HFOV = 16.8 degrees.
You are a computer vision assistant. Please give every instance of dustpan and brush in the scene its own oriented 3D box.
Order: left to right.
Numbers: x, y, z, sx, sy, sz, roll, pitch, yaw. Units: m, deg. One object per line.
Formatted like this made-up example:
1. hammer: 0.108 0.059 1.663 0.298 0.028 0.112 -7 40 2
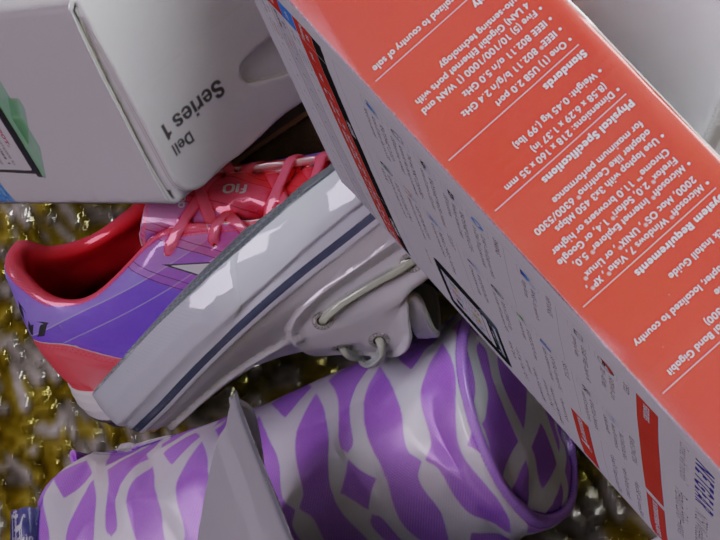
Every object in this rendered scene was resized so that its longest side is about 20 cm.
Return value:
1. dustpan and brush: -0.022 0.155 0.789 0.140 0.057 0.201 -116 35 -45

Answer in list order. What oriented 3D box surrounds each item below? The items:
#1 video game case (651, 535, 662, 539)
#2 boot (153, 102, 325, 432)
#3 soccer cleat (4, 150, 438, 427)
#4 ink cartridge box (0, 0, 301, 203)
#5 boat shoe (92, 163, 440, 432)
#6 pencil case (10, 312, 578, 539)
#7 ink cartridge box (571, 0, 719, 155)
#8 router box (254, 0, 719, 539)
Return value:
1. video game case: 0.140 0.158 0.686 0.181 0.024 0.201 -30 70 1
2. boot: -0.039 -0.014 0.937 0.200 0.074 0.076 -40 87 29
3. soccer cleat: -0.034 -0.012 0.863 0.199 0.073 0.068 -24 31 22
4. ink cartridge box: -0.101 -0.096 0.919 0.199 0.145 0.084 2 126 47
5. boat shoe: 0.000 0.000 0.793 0.200 0.074 0.067 -41 95 19
6. pencil case: -0.021 0.077 0.859 0.199 0.084 0.086 -20 51 25
7. ink cartridge box: 0.153 -0.113 0.643 0.085 0.199 0.146 54 143 33
8. router box: 0.054 -0.005 0.632 0.049 0.200 0.180 -40 74 -4
